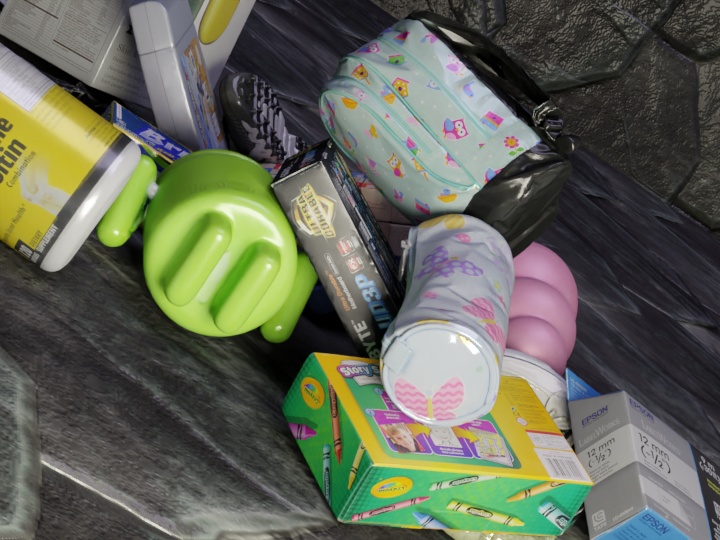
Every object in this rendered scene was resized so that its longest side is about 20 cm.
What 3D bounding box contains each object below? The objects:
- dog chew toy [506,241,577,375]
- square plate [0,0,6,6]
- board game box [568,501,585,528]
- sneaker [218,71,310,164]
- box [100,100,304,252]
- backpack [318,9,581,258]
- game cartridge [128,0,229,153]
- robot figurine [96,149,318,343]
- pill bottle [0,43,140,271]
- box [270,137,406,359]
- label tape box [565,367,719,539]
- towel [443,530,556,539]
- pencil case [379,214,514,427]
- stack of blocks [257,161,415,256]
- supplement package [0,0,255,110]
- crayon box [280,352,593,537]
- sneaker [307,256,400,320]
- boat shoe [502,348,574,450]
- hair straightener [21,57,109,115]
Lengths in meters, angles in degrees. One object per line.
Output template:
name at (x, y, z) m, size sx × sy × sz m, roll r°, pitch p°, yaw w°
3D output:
dog chew toy at (0.154, 0.053, 1.998) m, size 0.124 × 0.125 × 0.200 m, roll 33°, pitch 21°, yaw -17°
square plate at (-0.334, -0.296, 2.115) m, size 0.200 × 0.028 × 0.198 m, roll 45°, pitch 15°, yaw 32°
board game box at (0.090, 0.147, 1.695) m, size 0.200 × 0.028 × 0.135 m, roll 40°, pitch 13°, yaw 13°
sneaker at (-0.109, -0.119, 1.924) m, size 0.200 × 0.090 × 0.067 m, roll 54°, pitch 32°, yaw -62°
box at (-0.140, -0.054, 1.713) m, size 0.200 × 0.064 × 0.070 m, roll 33°, pitch 14°, yaw -18°
backpack at (0.065, -0.107, 1.635) m, size 0.200 × 0.127 × 0.167 m, roll 47°, pitch -23°, yaw 14°
game cartridge at (-0.152, -0.144, 1.787) m, size 0.133 × 0.041 × 0.200 m, roll -95°, pitch 170°, yaw -74°
robot figurine at (-0.108, -0.024, 1.576) m, size 0.175 × 0.116 × 0.200 m, roll 29°, pitch 15°, yaw -16°
pill bottle at (-0.262, -0.097, 1.443) m, size 0.200 × 0.112 × 0.112 m, roll 36°, pitch 13°, yaw -4°
box at (0.000, 0.000, 1.611) m, size 0.200 × 0.046 × 0.159 m, roll 62°, pitch 7°, yaw -9°
label tape box at (0.252, 0.176, 1.780) m, size 0.143 × 0.066 × 0.200 m, roll 37°, pitch 33°, yaw -31°
towel at (0.098, 0.155, 1.585) m, size 0.148 × 0.037 × 0.200 m, roll 35°, pitch 26°, yaw 6°
pencil case at (0.064, 0.032, 1.500) m, size 0.091 × 0.083 × 0.200 m, roll 42°, pitch 24°, yaw -14°
stack of blocks at (-0.013, -0.051, 1.832) m, size 0.200 × 0.059 × 0.115 m, roll 6°, pitch 12°, yaw 4°
supplement package at (-0.203, -0.266, 1.913) m, size 0.151 × 0.200 × 0.152 m, roll 30°, pitch 7°, yaw 36°
crayon box at (0.055, 0.126, 1.487) m, size 0.200 × 0.058 × 0.119 m, roll 9°, pitch 34°, yaw -33°
sneaker at (0.025, 0.028, 1.852) m, size 0.200 × 0.070 × 0.078 m, roll -18°, pitch 89°, yaw -55°
boat shoe at (0.177, 0.146, 1.848) m, size 0.200 × 0.072 × 0.066 m, roll 43°, pitch 8°, yaw -10°
hair straightener at (-0.251, -0.138, 1.795) m, size 0.200 × 0.041 × 0.077 m, roll 23°, pitch 13°, yaw -32°
